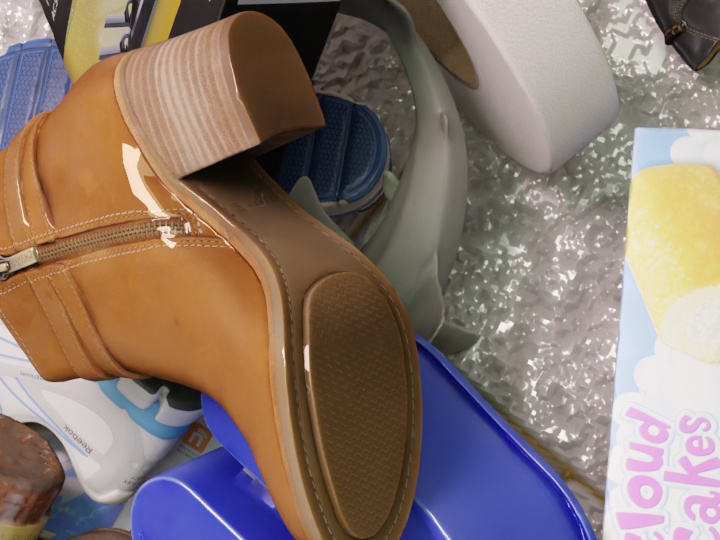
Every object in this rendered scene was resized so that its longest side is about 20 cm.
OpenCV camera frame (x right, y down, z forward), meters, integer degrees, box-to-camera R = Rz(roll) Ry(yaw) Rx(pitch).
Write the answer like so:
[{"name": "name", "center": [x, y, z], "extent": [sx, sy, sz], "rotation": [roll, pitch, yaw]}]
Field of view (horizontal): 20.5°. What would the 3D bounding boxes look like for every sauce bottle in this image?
[{"name": "sauce bottle", "center": [-0.193, 0.152, 0.835], "extent": [0.066, 0.066, 0.201], "rotation": [35, 106, 17]}]

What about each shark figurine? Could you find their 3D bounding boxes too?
[{"name": "shark figurine", "center": [0.017, -0.014, 0.826], "extent": [0.127, 0.090, 0.216], "rotation": [10, 113, -18]}]

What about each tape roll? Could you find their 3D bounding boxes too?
[{"name": "tape roll", "center": [0.030, -0.130, 0.829], "extent": [0.037, 0.203, 0.203], "rotation": [-39, 73, -3]}]

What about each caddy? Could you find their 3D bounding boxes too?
[{"name": "caddy", "center": [0.007, 0.110, 0.777], "extent": [0.200, 0.105, 0.142], "rotation": [46, 119, 25]}]

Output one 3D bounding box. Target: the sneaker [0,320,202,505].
[{"name": "sneaker", "center": [-0.150, 0.023, 0.868], "extent": [0.200, 0.075, 0.087], "rotation": [45, 116, 29]}]

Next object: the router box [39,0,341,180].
[{"name": "router box", "center": [-0.066, -0.130, 0.784], "extent": [0.052, 0.201, 0.158], "rotation": [-5, 51, -27]}]

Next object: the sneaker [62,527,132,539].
[{"name": "sneaker", "center": [-0.061, 0.185, 0.807], "extent": [0.199, 0.075, 0.071], "rotation": [37, 102, 13]}]

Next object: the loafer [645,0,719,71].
[{"name": "loafer", "center": [0.217, -0.154, 0.876], "extent": [0.199, 0.073, 0.073], "rotation": [-23, 82, 16]}]

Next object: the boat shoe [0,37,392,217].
[{"name": "boat shoe", "center": [-0.083, -0.052, 0.909], "extent": [0.198, 0.072, 0.073], "rotation": [13, 77, 9]}]

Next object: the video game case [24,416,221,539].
[{"name": "video game case", "center": [-0.173, 0.102, 0.910], "extent": [0.199, 0.045, 0.182], "rotation": [29, 84, 17]}]

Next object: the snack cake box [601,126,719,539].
[{"name": "snack cake box", "center": [0.141, 0.054, 0.816], "extent": [0.067, 0.115, 0.202], "rotation": [3, 78, 13]}]

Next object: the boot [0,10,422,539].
[{"name": "boot", "center": [-0.069, 0.022, 0.716], "extent": [0.155, 0.076, 0.202], "rotation": [-22, 87, 37]}]
